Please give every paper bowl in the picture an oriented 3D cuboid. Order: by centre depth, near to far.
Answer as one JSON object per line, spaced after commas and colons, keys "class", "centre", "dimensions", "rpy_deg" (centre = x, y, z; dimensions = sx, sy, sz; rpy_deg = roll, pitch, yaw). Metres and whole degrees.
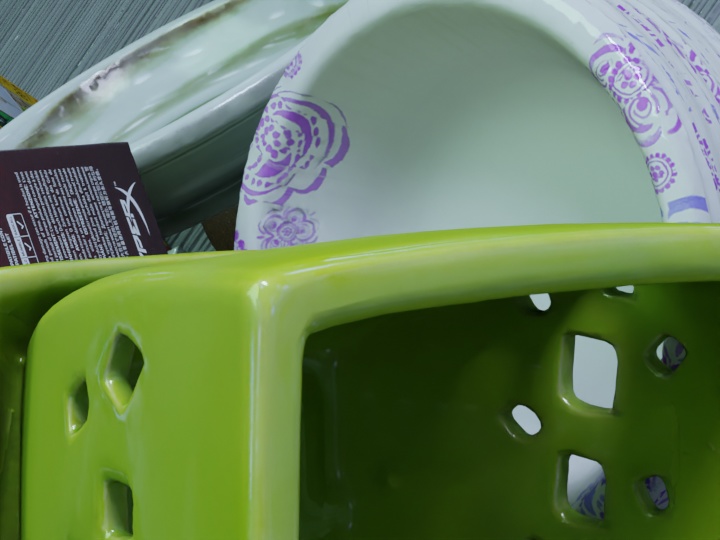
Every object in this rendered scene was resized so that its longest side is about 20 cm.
{"class": "paper bowl", "centre": [0.060, -0.001, 0.809], "dimensions": [0.200, 0.104, 0.202], "rpy_deg": [4, 96, 41]}

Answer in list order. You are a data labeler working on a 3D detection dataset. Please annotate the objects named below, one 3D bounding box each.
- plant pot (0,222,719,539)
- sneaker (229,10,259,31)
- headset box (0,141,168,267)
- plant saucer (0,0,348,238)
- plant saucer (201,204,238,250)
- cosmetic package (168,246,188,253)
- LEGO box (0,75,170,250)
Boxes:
{"class": "plant pot", "centre": [-0.006, 0.085, 0.682], "dimensions": [0.181, 0.198, 0.201], "rpy_deg": [5, 97, 49]}
{"class": "sneaker", "centre": [0.020, -0.148, 1.062], "dimensions": [0.200, 0.100, 0.070], "rpy_deg": [-46, 21, -9]}
{"class": "headset box", "centre": [-0.179, 0.023, 0.797], "dimensions": [0.149, 0.200, 0.078], "rpy_deg": [-28, 79, 36]}
{"class": "plant saucer", "centre": [-0.068, -0.056, 0.953], "dimensions": [0.199, 0.050, 0.200], "rpy_deg": [-26, 17, 9]}
{"class": "plant saucer", "centre": [-0.024, -0.098, 1.186], "dimensions": [0.200, 0.034, 0.201], "rpy_deg": [-40, 31, 29]}
{"class": "cosmetic package", "centre": [-0.117, 0.092, 1.113], "dimensions": [0.082, 0.051, 0.201], "rpy_deg": [-22, 43, 47]}
{"class": "LEGO box", "centre": [-0.195, -0.045, 1.280], "dimensions": [0.077, 0.149, 0.200], "rpy_deg": [-53, 28, 7]}
